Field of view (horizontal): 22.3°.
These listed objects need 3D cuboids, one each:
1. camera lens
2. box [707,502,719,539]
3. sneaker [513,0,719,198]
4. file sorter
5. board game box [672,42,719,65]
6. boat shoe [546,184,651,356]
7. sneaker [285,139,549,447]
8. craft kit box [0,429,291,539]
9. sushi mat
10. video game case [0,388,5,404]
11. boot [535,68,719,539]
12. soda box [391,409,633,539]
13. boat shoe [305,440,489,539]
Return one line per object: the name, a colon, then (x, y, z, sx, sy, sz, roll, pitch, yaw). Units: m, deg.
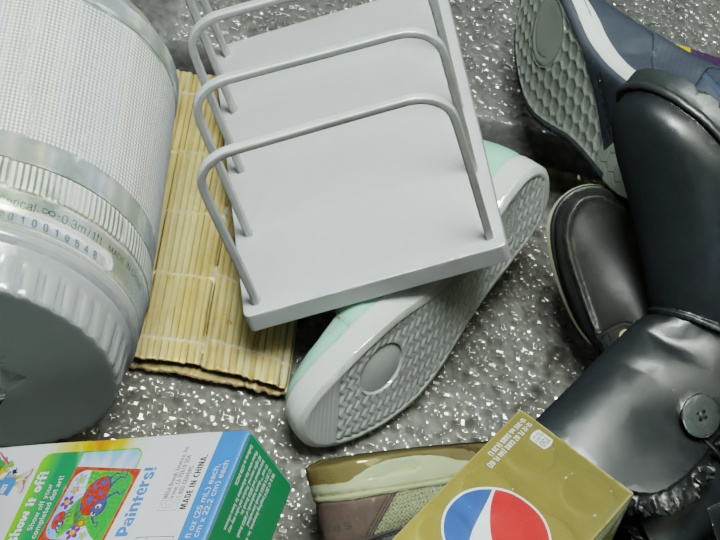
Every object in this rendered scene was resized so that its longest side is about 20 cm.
camera lens: (-0.174, -0.038, 0.882, 0.158, 0.160, 0.202, 11, 54, -11)
box: (0.229, 0.216, 0.852, 0.044, 0.160, 0.202, -23, 57, 17)
sneaker: (0.179, -0.102, 1.032, 0.145, 0.078, 0.203, 0, 37, -23)
file sorter: (-0.017, -0.100, 0.938, 0.137, 0.125, 0.201, -15, 49, 6)
board game box: (0.232, -0.025, 1.073, 0.164, 0.057, 0.202, 16, 54, -5)
boat shoe: (0.164, 0.043, 0.957, 0.073, 0.063, 0.203, -29, 88, 0)
sneaker: (0.000, 0.000, 0.982, 0.118, 0.074, 0.201, 27, 64, 30)
craft kit box: (-0.146, 0.161, 0.755, 0.196, 0.049, 0.201, -4, 46, 31)
sushi mat: (-0.074, -0.025, 0.999, 0.095, 0.012, 0.202, 12, 54, -8)
video game case: (-0.248, 0.044, 0.786, 0.025, 0.200, 0.181, -6, 55, -52)
boot: (0.141, 0.029, 0.875, 0.168, 0.076, 0.201, -41, 107, -19)
soda box: (0.034, 0.152, 0.787, 0.067, 0.064, 0.200, 35, 50, 18)
boat shoe: (0.063, 0.120, 0.917, 0.199, 0.072, 0.067, 1, 85, -32)
